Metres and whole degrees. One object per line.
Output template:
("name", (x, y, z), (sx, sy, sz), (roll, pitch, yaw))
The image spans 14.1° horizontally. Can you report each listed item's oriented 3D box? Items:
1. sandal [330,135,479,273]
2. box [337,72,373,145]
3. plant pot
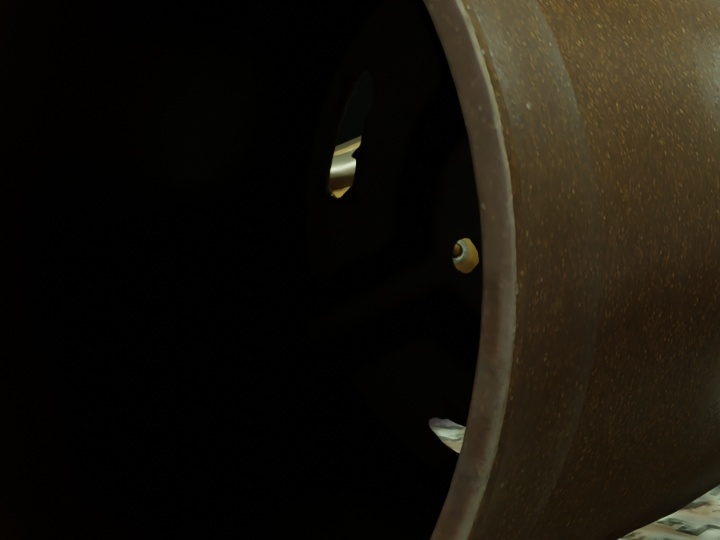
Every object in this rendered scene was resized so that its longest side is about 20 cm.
("sandal", (0.000, 0.000, 0.775), (0.199, 0.081, 0.054), (-7, 37, -14))
("box", (-0.059, -0.099, 0.905), (0.199, 0.125, 0.149), (4, 16, -5))
("plant pot", (-0.006, -0.008, 0.603), (0.199, 0.202, 0.198), (14, 12, 31))
